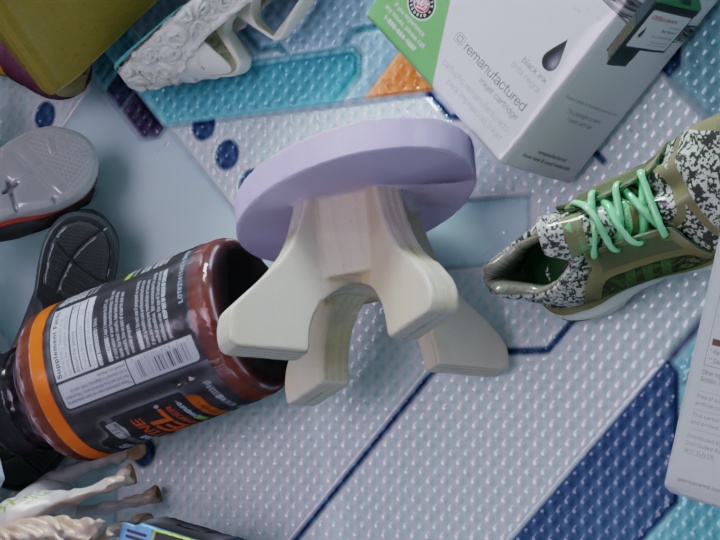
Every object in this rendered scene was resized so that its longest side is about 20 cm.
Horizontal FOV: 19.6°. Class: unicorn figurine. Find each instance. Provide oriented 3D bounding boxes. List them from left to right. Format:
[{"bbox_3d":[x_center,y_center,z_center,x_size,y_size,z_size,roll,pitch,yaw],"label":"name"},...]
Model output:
[{"bbox_3d":[-0.201,0.164,1.383,0.136,0.200,0.074,-19,77,2],"label":"unicorn figurine"}]

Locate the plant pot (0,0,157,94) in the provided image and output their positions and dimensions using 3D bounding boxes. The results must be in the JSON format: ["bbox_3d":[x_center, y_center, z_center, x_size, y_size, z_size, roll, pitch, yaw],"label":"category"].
[{"bbox_3d":[-0.225,-0.280,1.374,0.195,0.200,0.194,-43,58,-2],"label":"plant pot"}]

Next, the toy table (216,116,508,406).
[{"bbox_3d":[0.000,0.000,1.232,0.200,0.182,0.118,128,141,-64],"label":"toy table"}]

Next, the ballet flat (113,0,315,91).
[{"bbox_3d":[-0.082,-0.168,1.376,0.200,0.072,0.072,-40,62,26],"label":"ballet flat"}]

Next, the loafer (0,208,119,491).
[{"bbox_3d":[-0.209,0.054,1.450,0.071,0.063,0.202,18,98,-5],"label":"loafer"}]

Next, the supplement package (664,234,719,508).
[{"bbox_3d":[0.250,0.031,1.065,0.117,0.117,0.202,14,91,39],"label":"supplement package"}]

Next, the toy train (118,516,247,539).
[{"bbox_3d":[-0.071,0.225,1.285,0.199,0.087,0.115,13,89,27],"label":"toy train"}]

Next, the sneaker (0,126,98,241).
[{"bbox_3d":[-0.273,-0.037,1.446,0.198,0.082,0.078,-13,71,-3],"label":"sneaker"}]

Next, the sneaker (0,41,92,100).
[{"bbox_3d":[-0.264,-0.168,1.514,0.200,0.075,0.091,47,127,32],"label":"sneaker"}]

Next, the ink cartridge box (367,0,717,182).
[{"bbox_3d":[0.121,-0.177,1.211,0.200,0.084,0.146,-52,58,19],"label":"ink cartridge box"}]

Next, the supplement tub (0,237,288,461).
[{"bbox_3d":[-0.148,0.059,1.351,0.199,0.107,0.108,-21,71,24],"label":"supplement tub"}]

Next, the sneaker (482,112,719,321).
[{"bbox_3d":[0.141,-0.021,1.147,0.200,0.088,0.077,-39,66,47],"label":"sneaker"}]

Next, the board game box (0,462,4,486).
[{"bbox_3d":[-0.314,0.141,1.451,0.200,0.043,0.201,-61,35,30],"label":"board game box"}]
